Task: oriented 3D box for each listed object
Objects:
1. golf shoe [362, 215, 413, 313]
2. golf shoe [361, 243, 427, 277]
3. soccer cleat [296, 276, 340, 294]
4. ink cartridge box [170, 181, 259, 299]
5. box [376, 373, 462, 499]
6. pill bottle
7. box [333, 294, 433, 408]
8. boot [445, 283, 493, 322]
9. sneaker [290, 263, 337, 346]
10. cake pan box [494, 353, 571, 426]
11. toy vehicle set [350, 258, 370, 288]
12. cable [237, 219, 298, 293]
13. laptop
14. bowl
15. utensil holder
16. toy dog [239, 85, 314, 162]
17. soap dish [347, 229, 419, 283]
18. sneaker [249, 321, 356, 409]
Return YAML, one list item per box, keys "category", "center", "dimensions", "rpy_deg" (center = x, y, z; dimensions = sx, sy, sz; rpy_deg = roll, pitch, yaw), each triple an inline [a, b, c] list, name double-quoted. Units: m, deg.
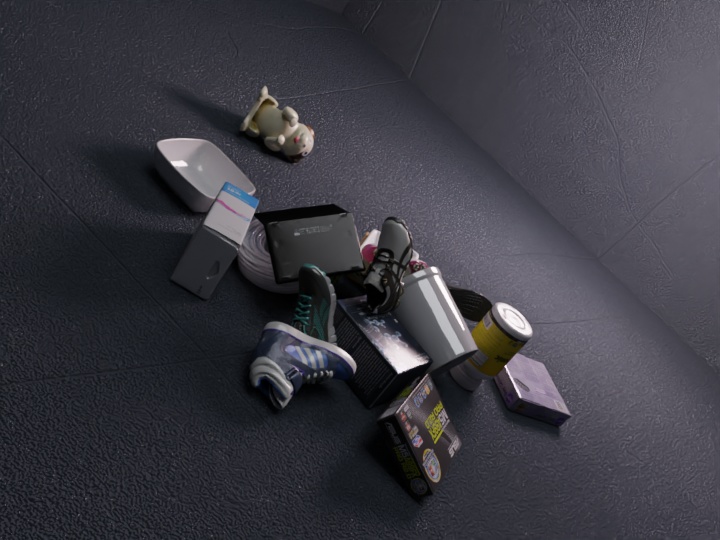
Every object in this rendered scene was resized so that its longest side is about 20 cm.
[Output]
- category: "golf shoe"
  center: [0.052, -0.006, 1.468]
  dimensions: [0.077, 0.203, 0.094]
  rpy_deg: [13, 19, 30]
- category: "golf shoe"
  center: [0.063, -0.022, 1.683]
  dimensions: [0.199, 0.076, 0.091]
  rpy_deg: [22, 13, -42]
- category: "soccer cleat"
  center: [-0.110, 0.001, 1.638]
  dimensions: [0.081, 0.068, 0.199]
  rpy_deg: [42, 27, 24]
- category: "ink cartridge box"
  center: [-0.280, -0.061, 1.426]
  dimensions: [0.084, 0.145, 0.201]
  rpy_deg: [30, 27, -14]
- category: "box"
  center: [0.115, 0.305, 1.379]
  dimensions: [0.162, 0.044, 0.200]
  rpy_deg: [64, 27, -3]
- category: "pill bottle"
  center: [0.296, 0.181, 1.699]
  dimensions: [0.110, 0.201, 0.112]
  rpy_deg: [28, 27, -16]
- category: "box"
  center: [0.023, 0.159, 1.498]
  dimensions: [0.200, 0.107, 0.148]
  rpy_deg: [49, 27, 20]
- category: "boot"
  center: [0.222, 0.057, 1.788]
  dimensions: [0.198, 0.069, 0.131]
  rpy_deg: [20, 11, -8]
- category: "sneaker"
  center: [-0.096, 0.090, 1.397]
  dimensions: [0.077, 0.203, 0.091]
  rpy_deg: [6, 22, 36]
- category: "cake pan box"
  center: [0.424, 0.291, 1.856]
  dimensions: [0.198, 0.052, 0.185]
  rpy_deg: [21, 32, -30]
- category: "toy vehicle set"
  center: [0.000, 0.000, 1.622]
  dimensions: [0.124, 0.027, 0.200]
  rpy_deg: [43, -6, 22]
- category: "cable"
  center: [-0.162, -0.038, 1.550]
  dimensions: [0.197, 0.070, 0.201]
  rpy_deg: [12, 39, 6]
- category: "laptop"
  center: [-0.110, -0.061, 1.517]
  dimensions: [0.185, 0.116, 0.203]
  rpy_deg: [-9, 72, -17]
- category: "bowl"
  center: [-0.357, -0.204, 1.644]
  dimensions: [0.200, 0.075, 0.199]
  rpy_deg: [45, 26, 14]
- category: "utensil holder"
  center: [0.143, 0.122, 1.603]
  dimensions: [0.169, 0.169, 0.202]
  rpy_deg: [-6, 64, -55]
- category: "toy dog"
  center: [-0.227, -0.390, 2.076]
  dimensions: [0.199, 0.141, 0.194]
  rpy_deg: [32, -10, -7]
- category: "soap dish"
  center: [0.056, -0.013, 1.828]
  dimensions: [0.156, 0.082, 0.200]
  rpy_deg: [29, 26, 2]
- category: "sneaker"
  center: [-0.107, 0.194, 1.308]
  dimensions: [0.199, 0.080, 0.148]
  rpy_deg: [30, 51, -20]
